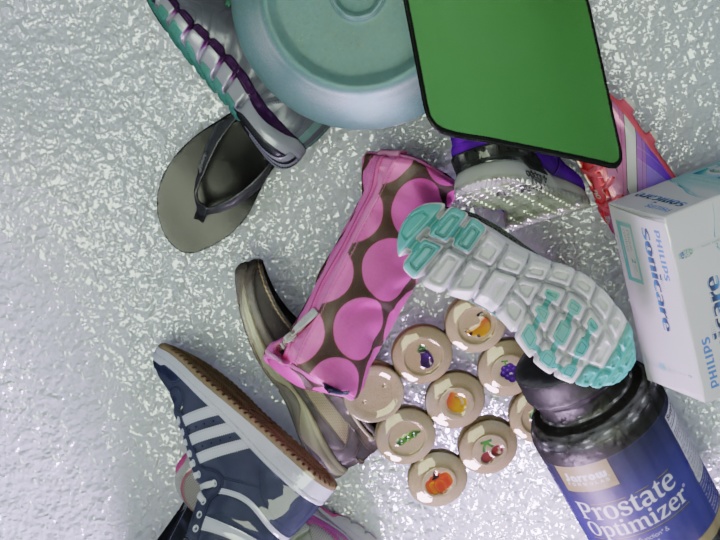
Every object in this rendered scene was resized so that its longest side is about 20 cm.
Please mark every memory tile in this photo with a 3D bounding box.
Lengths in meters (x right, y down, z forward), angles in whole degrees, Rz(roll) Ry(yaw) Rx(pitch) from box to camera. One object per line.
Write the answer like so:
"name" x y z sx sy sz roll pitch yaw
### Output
"memory tile" 0.097 0.092 1.494 0.199 0.017 0.154 -33 112 5

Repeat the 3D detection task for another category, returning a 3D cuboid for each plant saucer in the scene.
"plant saucer" -0.001 -0.204 1.365 0.198 0.036 0.202 1 95 7

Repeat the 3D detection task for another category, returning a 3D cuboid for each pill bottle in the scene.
"pill bottle" 0.202 0.142 1.461 0.111 0.112 0.201 -25 114 14

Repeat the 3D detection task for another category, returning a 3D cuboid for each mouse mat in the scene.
"mouse mat" 0.107 -0.158 1.333 0.008 0.199 0.162 -30 62 45

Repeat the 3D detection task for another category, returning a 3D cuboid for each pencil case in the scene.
"pencil case" 0.000 0.000 1.434 0.093 0.090 0.201 33 79 -41

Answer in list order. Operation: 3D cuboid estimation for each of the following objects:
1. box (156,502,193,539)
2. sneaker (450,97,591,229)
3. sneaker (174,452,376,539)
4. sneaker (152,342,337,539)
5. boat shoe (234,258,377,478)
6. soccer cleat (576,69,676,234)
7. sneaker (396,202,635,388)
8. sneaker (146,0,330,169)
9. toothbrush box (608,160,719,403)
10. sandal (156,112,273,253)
"box" -0.105 0.312 1.550 0.199 0.149 0.107 35 109 -5
"sneaker" 0.117 -0.094 1.389 0.069 0.200 0.100 -16 77 19
"sneaker" -0.069 0.217 1.547 0.199 0.088 0.082 33 108 -3
"sneaker" -0.121 0.152 1.501 0.200 0.070 0.109 40 96 26
"boat shoe" -0.039 0.072 1.515 0.073 0.075 0.201 -25 112 4
"soccer cleat" 0.199 -0.074 1.430 0.076 0.067 0.200 -44 103 -5
"sneaker" 0.120 0.010 1.381 0.199 0.091 0.078 37 102 -1
"sneaker" -0.089 -0.177 1.437 0.087 0.074 0.200 -38 84 -4
"toothbrush box" 0.301 -0.009 1.388 0.199 0.085 0.148 -22 106 -19
"sandal" -0.094 -0.094 1.477 0.076 0.043 0.200 41 107 -6
